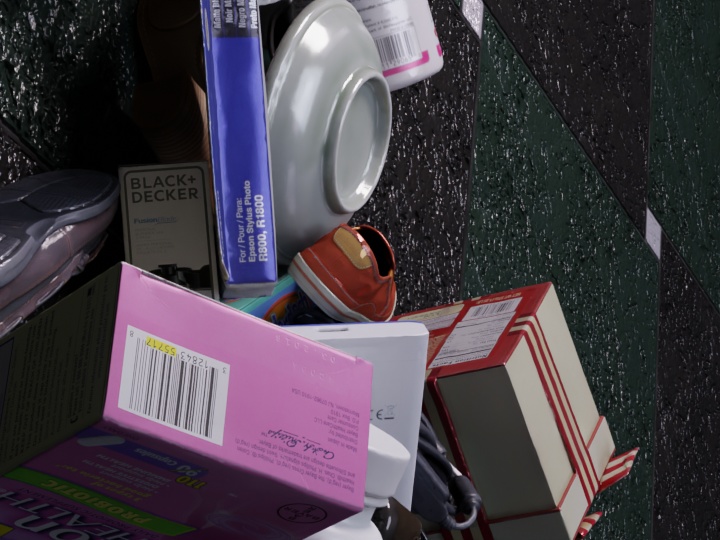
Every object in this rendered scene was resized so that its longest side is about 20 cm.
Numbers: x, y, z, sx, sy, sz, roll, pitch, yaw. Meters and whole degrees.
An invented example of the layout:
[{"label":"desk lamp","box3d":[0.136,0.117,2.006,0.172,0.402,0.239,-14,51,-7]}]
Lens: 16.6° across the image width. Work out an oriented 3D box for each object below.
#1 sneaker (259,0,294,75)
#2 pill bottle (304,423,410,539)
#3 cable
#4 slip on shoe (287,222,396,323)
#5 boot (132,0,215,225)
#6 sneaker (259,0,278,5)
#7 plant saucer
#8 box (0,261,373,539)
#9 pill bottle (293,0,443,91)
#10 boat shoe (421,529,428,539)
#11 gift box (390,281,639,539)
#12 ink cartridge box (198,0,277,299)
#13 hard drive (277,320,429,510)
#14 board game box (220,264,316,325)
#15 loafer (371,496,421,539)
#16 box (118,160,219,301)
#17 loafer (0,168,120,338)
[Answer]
[{"label":"sneaker","box3d":[-0.054,-0.118,1.852,0.071,0.080,0.201,-58,133,-59]},{"label":"pill bottle","box3d":[-0.050,0.189,1.603,0.200,0.114,0.114,-64,154,7]},{"label":"cable","box3d":[0.019,0.093,1.795,0.200,0.051,0.163,51,11,-20]},{"label":"slip on shoe","box3d":[0.000,0.000,1.799,0.074,0.061,0.200,48,6,10]},{"label":"boot","box3d":[-0.101,-0.129,1.778,0.155,0.073,0.201,55,41,-47]},{"label":"sneaker","box3d":[-0.072,-0.235,1.713,0.200,0.081,0.075,-35,131,-56]},{"label":"plant saucer","box3d":[-0.019,-0.098,1.800,0.200,0.050,0.201,12,90,-70]},{"label":"box","box3d":[-0.123,0.099,1.414,0.176,0.200,0.097,23,56,-31]},{"label":"pill bottle","box3d":[-0.011,-0.242,1.955,0.113,0.113,0.201,-37,115,-63]},{"label":"boat shoe","box3d":[-0.010,0.158,1.761,0.200,0.060,0.074,60,33,-36]},{"label":"gift box","box3d":[0.106,0.130,1.987,0.200,0.184,0.187,-46,120,-56]},{"label":"ink cartridge box","box3d":[-0.079,-0.084,1.593,0.200,0.040,0.200,133,-47,-86]},{"label":"hard drive","box3d":[-0.027,0.132,1.693,0.025,0.131,0.201,-124,-145,-61]},{"label":"board game box","box3d":[-0.055,0.107,1.810,0.152,0.045,0.201,-34,112,-63]},{"label":"loafer","box3d":[-0.017,0.240,1.688,0.071,0.200,0.073,19,22,-43]},{"label":"box","box3d":[-0.121,0.037,1.621,0.117,0.060,0.201,104,-19,-78]},{"label":"loafer","box3d":[-0.208,-0.008,1.511,0.200,0.072,0.063,-45,141,-62]}]
